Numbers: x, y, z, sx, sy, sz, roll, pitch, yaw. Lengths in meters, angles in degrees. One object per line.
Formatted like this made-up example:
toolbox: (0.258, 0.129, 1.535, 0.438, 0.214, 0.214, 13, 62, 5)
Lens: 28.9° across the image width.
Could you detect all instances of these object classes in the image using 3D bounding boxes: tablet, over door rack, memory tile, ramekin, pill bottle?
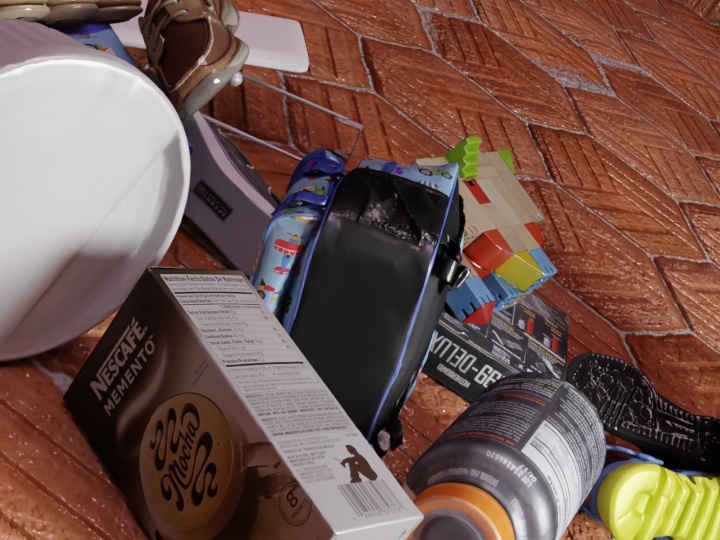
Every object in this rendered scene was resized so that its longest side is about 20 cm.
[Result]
tablet: (-0.149, -0.219, 1.258, 0.200, 0.014, 0.130, 8, 27, -12)
over door rack: (-0.087, -0.158, 1.275, 0.200, 0.067, 0.148, 34, 27, -4)
memory tile: (-0.273, -0.185, 1.036, 0.200, 0.153, 0.017, -14, 99, -56)
ramekin: (-0.207, -0.053, 0.817, 0.202, 0.203, 0.094, 6, 27, -47)
pill bottle: (0.092, 0.146, 0.939, 0.106, 0.106, 0.200, 41, 26, 9)

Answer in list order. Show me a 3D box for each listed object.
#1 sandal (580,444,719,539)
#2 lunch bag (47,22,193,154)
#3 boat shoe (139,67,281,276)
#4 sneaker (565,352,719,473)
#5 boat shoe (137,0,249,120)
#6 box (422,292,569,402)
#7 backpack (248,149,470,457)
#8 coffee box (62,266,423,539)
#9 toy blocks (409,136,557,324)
sandal: (0.237, 0.181, 1.101, 0.200, 0.080, 0.087, 27, -2, -37)
lunch bag: (-0.245, -0.106, 0.976, 0.200, 0.094, 0.151, 1, 41, -42)
boat shoe: (-0.116, -0.077, 1.092, 0.200, 0.070, 0.066, 45, 15, 1)
sneaker: (0.258, 0.146, 1.181, 0.200, 0.060, 0.104, 28, -21, 13)
boat shoe: (-0.133, -0.171, 1.028, 0.072, 0.076, 0.200, 42, 11, -23)
box: (0.081, 0.036, 1.174, 0.200, 0.050, 0.158, 33, 26, -7)
backpack: (0.000, 0.000, 0.984, 0.134, 0.183, 0.200, 19, 29, 0)
coffee box: (-0.072, 0.105, 0.799, 0.080, 0.113, 0.200, 1, 42, -50)
toy blocks: (0.102, -0.027, 1.164, 0.137, 0.100, 0.200, 55, 29, 13)
